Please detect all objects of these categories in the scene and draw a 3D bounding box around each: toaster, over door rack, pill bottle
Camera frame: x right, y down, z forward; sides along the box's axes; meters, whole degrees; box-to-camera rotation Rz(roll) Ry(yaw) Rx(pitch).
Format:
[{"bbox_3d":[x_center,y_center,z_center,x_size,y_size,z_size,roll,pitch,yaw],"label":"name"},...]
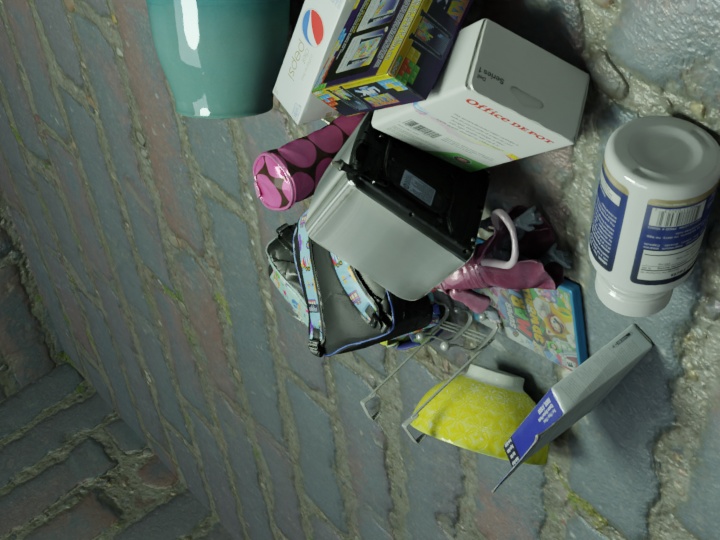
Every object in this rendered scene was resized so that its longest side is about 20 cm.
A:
[{"bbox_3d":[0.041,-0.086,1.313,0.200,0.181,0.119,33,128,-12],"label":"toaster"},{"bbox_3d":[0.085,0.129,1.554,0.067,0.200,0.148,41,170,-24],"label":"over door rack"},{"bbox_3d":[0.290,-0.047,1.131,0.111,0.111,0.200,40,149,31],"label":"pill bottle"}]

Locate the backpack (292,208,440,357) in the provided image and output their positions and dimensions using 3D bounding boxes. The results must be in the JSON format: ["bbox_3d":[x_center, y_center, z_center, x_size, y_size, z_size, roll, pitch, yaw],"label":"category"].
[{"bbox_3d":[0.000,0.000,1.508,0.183,0.134,0.200,-25,78,48],"label":"backpack"}]

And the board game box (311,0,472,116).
[{"bbox_3d":[0.046,-0.270,1.206,0.057,0.200,0.165,32,166,-28],"label":"board game box"}]

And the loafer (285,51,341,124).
[{"bbox_3d":[-0.050,-0.232,1.559,0.200,0.070,0.075,47,153,20],"label":"loafer"}]

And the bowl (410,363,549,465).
[{"bbox_3d":[0.179,0.193,1.579,0.200,0.200,0.108,16,91,53],"label":"bowl"}]

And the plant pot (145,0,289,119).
[{"bbox_3d":[-0.186,-0.306,1.506,0.200,0.200,0.188,23,120,49],"label":"plant pot"}]

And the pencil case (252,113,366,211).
[{"bbox_3d":[-0.053,-0.143,1.437,0.094,0.200,0.091,-2,110,45],"label":"pencil case"}]

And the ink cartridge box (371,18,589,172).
[{"bbox_3d":[0.127,-0.183,1.215,0.145,0.084,0.200,22,166,-25],"label":"ink cartridge box"}]

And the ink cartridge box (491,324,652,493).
[{"bbox_3d":[0.242,0.169,1.361,0.041,0.200,0.200,48,152,16],"label":"ink cartridge box"}]

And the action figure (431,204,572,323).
[{"bbox_3d":[0.151,0.002,1.380,0.200,0.149,0.134,-20,85,36],"label":"action figure"}]

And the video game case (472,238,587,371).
[{"bbox_3d":[0.214,0.044,1.475,0.200,0.018,0.143,29,144,44],"label":"video game case"}]

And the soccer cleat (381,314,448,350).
[{"bbox_3d":[0.058,0.091,1.725,0.065,0.084,0.200,59,155,-6],"label":"soccer cleat"}]

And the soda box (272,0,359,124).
[{"bbox_3d":[-0.039,-0.274,1.361,0.064,0.068,0.200,54,140,24],"label":"soda box"}]

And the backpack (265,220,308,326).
[{"bbox_3d":[-0.028,0.014,1.678,0.200,0.178,0.151,47,162,25],"label":"backpack"}]
